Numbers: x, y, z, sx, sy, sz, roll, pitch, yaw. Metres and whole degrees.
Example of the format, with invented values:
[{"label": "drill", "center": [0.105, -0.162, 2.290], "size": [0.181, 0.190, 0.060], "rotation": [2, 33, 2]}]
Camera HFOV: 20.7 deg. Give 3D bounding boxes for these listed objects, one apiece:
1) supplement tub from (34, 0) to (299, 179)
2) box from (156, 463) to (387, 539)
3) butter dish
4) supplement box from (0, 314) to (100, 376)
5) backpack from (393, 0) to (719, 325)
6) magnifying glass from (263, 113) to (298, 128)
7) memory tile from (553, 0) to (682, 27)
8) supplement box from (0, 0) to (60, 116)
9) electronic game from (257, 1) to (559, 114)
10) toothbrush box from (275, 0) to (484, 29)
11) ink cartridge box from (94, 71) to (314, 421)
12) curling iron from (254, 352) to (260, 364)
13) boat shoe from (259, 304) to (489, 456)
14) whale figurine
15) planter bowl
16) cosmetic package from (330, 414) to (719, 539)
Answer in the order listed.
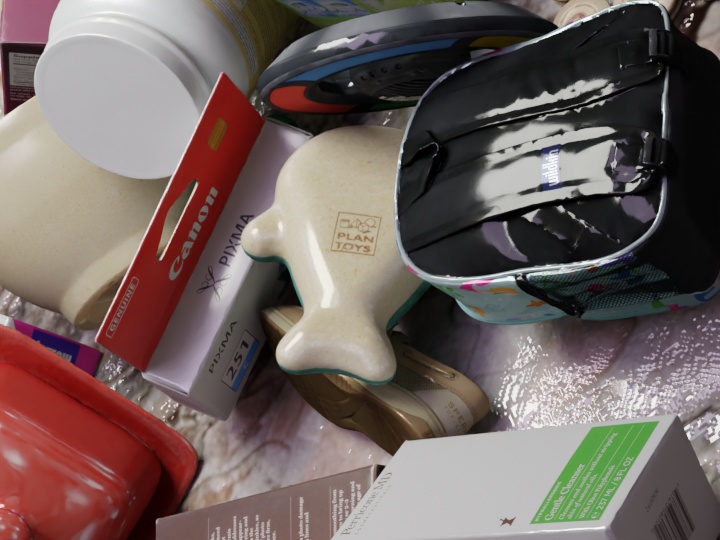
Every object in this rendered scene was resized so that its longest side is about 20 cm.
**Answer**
[{"label": "supplement tub", "center": [-0.129, -0.173, 1.371], "size": [0.145, 0.145, 0.200], "rotation": [-17, 33, 37]}, {"label": "box", "center": [-0.044, 0.200, 1.294], "size": [0.200, 0.075, 0.100], "rotation": [-17, 63, 35]}, {"label": "butter dish", "center": [-0.242, 0.170, 1.381], "size": [0.200, 0.199, 0.148], "rotation": [-56, 7, 8]}, {"label": "supplement box", "center": [-0.299, 0.133, 1.531], "size": [0.103, 0.101, 0.200], "rotation": [12, 81, 44]}, {"label": "backpack", "center": [0.123, -0.054, 1.190], "size": [0.200, 0.151, 0.178], "rotation": [-11, 60, 30]}, {"label": "magnifying glass", "center": [-0.094, -0.021, 1.414], "size": [0.022, 0.080, 0.200], "rotation": [24, 77, 14]}, {"label": "memory tile", "center": [0.179, -0.244, 1.313], "size": [0.153, 0.017, 0.200], "rotation": [-26, 57, 32]}, {"label": "supplement box", "center": [-0.234, -0.175, 1.535], "size": [0.200, 0.086, 0.110], "rotation": [110, 161, -66]}, {"label": "electronic game", "center": [0.032, -0.132, 1.275], "size": [0.200, 0.200, 0.042], "rotation": [-14, 82, 38]}, {"label": "toothbrush box", "center": [0.003, -0.242, 1.343], "size": [0.086, 0.200, 0.146], "rotation": [6, 77, 44]}, {"label": "ink cartridge box", "center": [-0.091, -0.011, 1.336], "size": [0.045, 0.176, 0.200], "rotation": [21, 80, 18]}, {"label": "curling iron", "center": [-0.094, -0.009, 1.460], "size": [0.050, 0.026, 0.200], "rotation": [-6, 62, 18]}, {"label": "boat shoe", "center": [0.007, 0.068, 1.315], "size": [0.065, 0.071, 0.200], "rotation": [-36, 41, -21]}, {"label": "whale figurine", "center": [0.000, 0.000, 1.291], "size": [0.159, 0.104, 0.200], "rotation": [6, 53, 5]}, {"label": "planter bowl", "center": [-0.197, -0.042, 1.469], "size": [0.200, 0.200, 0.135], "rotation": [-41, 77, 22]}, {"label": "cosmetic package", "center": [0.096, 0.154, 1.149], "size": [0.200, 0.085, 0.108], "rotation": [-9, 28, 38]}]
